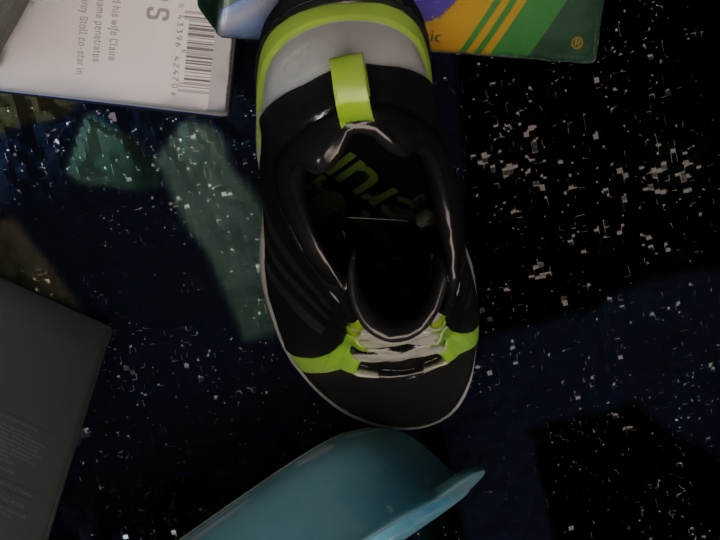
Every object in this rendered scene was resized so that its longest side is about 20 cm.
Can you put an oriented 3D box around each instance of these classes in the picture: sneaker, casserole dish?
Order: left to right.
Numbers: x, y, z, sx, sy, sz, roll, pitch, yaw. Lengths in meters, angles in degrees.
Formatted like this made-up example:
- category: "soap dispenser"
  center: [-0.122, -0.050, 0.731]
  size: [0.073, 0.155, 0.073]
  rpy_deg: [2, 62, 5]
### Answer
- category: "casserole dish"
  center: [-0.048, 0.110, 0.789]
  size: [0.199, 0.121, 0.039]
  rpy_deg: [-35, 81, 11]
- category: "sneaker"
  center: [0.000, 0.000, 0.734]
  size: [0.071, 0.083, 0.201]
  rpy_deg: [-11, 137, 2]

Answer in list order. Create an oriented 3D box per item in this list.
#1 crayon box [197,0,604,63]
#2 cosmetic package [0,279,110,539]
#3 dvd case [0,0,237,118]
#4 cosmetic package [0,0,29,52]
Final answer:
- category: "crayon box"
  center: [0.022, -0.171, 0.719]
  size: [0.125, 0.052, 0.201]
  rpy_deg: [2, 106, -13]
- category: "cosmetic package"
  center: [-0.142, 0.078, 0.724]
  size: [0.090, 0.200, 0.107]
  rpy_deg: [24, 108, -4]
- category: "dvd case"
  center: [-0.134, -0.135, 0.756]
  size: [0.198, 0.025, 0.151]
  rpy_deg: [6, 107, -3]
- category: "cosmetic package"
  center: [-0.164, -0.062, 0.642]
  size: [0.107, 0.200, 0.085]
  rpy_deg: [31, 105, -9]
